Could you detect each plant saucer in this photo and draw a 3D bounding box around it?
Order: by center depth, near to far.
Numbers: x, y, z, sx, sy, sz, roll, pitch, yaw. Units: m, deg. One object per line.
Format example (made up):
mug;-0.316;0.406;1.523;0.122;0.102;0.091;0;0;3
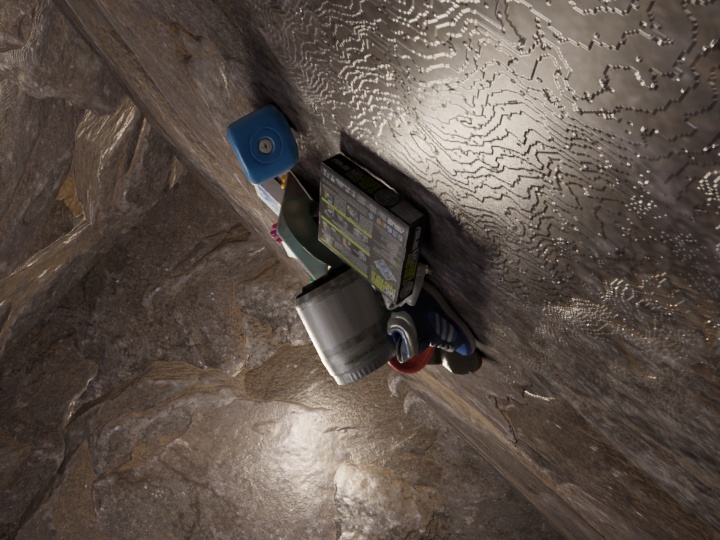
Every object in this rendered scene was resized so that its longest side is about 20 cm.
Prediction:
plant saucer;-0.080;-0.093;1.162;0.199;0.039;0.203;38;-154;-22

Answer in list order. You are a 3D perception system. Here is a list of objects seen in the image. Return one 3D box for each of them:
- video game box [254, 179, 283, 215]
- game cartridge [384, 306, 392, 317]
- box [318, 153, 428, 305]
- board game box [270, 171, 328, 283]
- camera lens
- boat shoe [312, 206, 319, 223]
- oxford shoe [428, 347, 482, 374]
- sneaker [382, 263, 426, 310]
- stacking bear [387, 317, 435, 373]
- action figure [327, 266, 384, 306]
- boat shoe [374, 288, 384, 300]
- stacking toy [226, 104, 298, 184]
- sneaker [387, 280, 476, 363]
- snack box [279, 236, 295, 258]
video game box;-0.218;-0.185;1.518;0.200;0.047;0.182;45;172;3
game cartridge;0.036;0.110;1.374;0.198;0.041;0.133;36;-164;19
box;0.011;-0.067;0.857;0.199;0.044;0.163;39;143;30
board game box;-0.131;-0.088;1.227;0.201;0.025;0.204;54;-153;-40
camera lens;-0.028;0.101;1.075;0.204;0.157;0.160;63;169;-2
boat shoe;-0.017;-0.073;1.071;0.199;0.065;0.072;40;168;24
oxford shoe;0.220;0.193;1.225;0.069;0.074;0.199;6;178;-25
sneaker;0.057;0.029;1.023;0.073;0.092;0.199;7;177;-19
stacking bear;0.118;0.150;1.225;0.117;0.118;0.200;8;-171;11
action figure;0.000;0.000;1.328;0.195;0.104;0.200;52;-163;-6
boat shoe;0.058;0.030;1.163;0.091;0.071;0.200;42;171;3
stacking toy;-0.192;-0.251;1.023;0.118;0.108;0.200;66;173;-26
sneaker;0.130;0.137;1.054;0.201;0.147;0.080;50;160;-23
snack box;-0.142;-0.067;1.500;0.138;0.054;0.200;18;168;3
